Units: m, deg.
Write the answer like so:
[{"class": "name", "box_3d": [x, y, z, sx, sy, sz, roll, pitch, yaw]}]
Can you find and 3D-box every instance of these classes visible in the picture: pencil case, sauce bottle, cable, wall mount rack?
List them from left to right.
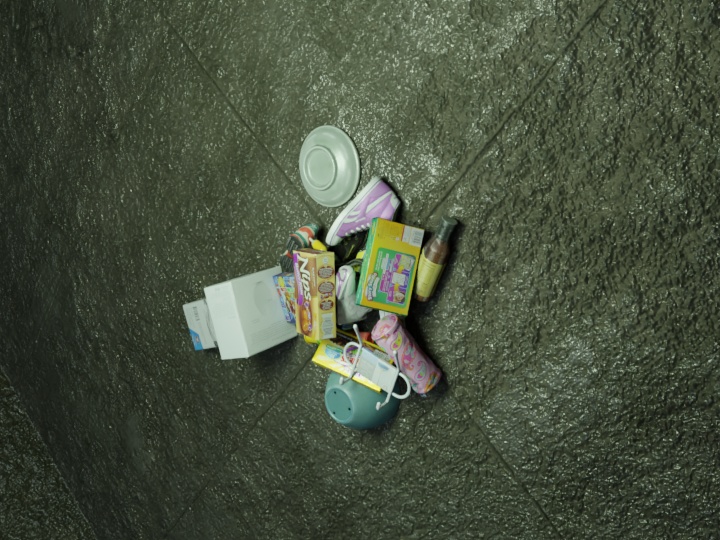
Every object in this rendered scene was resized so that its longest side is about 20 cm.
[{"class": "cable", "box_3d": [-0.062, -0.007, 1.624, 0.198, 0.050, 0.099, 25, 116, 40]}, {"class": "wall mount rack", "box_3d": [0.029, 0.218, 1.545, 0.198, 0.074, 0.177, 29, 118, 25]}, {"class": "pencil case", "box_3d": [0.107, 0.199, 1.569, 0.086, 0.088, 0.201, -22, 114, 39]}, {"class": "sauce bottle", "box_3d": [0.167, -0.027, 1.519, 0.066, 0.065, 0.203, 34, 118, 25]}]

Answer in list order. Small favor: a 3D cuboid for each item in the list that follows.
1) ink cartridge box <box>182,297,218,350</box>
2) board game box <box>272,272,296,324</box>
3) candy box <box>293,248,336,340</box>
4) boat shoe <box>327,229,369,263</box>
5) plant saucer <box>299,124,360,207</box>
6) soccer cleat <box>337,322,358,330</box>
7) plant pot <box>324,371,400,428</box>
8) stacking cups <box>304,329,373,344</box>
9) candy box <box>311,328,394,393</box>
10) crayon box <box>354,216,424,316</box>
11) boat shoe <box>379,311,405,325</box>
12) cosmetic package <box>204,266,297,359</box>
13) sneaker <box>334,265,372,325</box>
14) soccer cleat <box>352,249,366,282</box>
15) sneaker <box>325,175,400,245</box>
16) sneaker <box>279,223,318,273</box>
[{"class": "ink cartridge box", "box_3d": [-0.432, 0.150, 2.018, 0.197, 0.083, 0.148, -13, 94, 40]}, {"class": "board game box", "box_3d": [-0.166, 0.075, 1.755, 0.199, 0.034, 0.138, 1, 110, 64]}, {"class": "candy box", "box_3d": [-0.109, 0.054, 1.594, 0.116, 0.055, 0.206, 12, 106, 56]}, {"class": "boat shoe", "box_3d": [-0.037, -0.068, 1.667, 0.071, 0.060, 0.204, 39, 123, 24]}, {"class": "plant saucer", "box_3d": [-0.090, -0.257, 1.667, 0.197, 0.050, 0.205, 11, 109, 35]}, {"class": "soccer cleat", "box_3d": [-0.091, 0.095, 1.738, 0.198, 0.083, 0.066, 27, 117, 30]}, {"class": "plant pot", "box_3d": [-0.015, 0.320, 1.704, 0.197, 0.134, 0.205, 11, 109, 35]}, {"class": "stacking cups", "box_3d": [-0.054, 0.171, 1.753, 0.196, 0.060, 0.062, 2, 103, 32]}, {"class": "candy box", "box_3d": [-0.014, 0.218, 1.654, 0.196, 0.027, 0.104, 20, 72, 22]}, {"class": "crayon box", "box_3d": [0.066, -0.008, 1.524, 0.058, 0.116, 0.205, -178, 100, -77]}, {"class": "boat shoe", "box_3d": [0.084, 0.096, 1.609, 0.064, 0.074, 0.204, 5, 123, 23]}, {"class": "cosmetic package", "box_3d": [-0.298, 0.115, 1.830, 0.121, 0.198, 0.205, -12, 94, 39]}, {"class": "sneaker", "box_3d": [-0.015, 0.055, 1.600, 0.202, 0.097, 0.076, 95, 171, -53]}, {"class": "soccer cleat", "box_3d": [0.001, 0.000, 1.658, 0.200, 0.064, 0.085, -42, 50, 40]}, {"class": "sneaker", "box_3d": [0.011, -0.111, 1.581, 0.114, 0.073, 0.201, 45, 103, 5]}, {"class": "sneaker", "box_3d": [-0.154, -0.056, 1.762, 0.070, 0.093, 0.200, 44, 152, 8]}]
